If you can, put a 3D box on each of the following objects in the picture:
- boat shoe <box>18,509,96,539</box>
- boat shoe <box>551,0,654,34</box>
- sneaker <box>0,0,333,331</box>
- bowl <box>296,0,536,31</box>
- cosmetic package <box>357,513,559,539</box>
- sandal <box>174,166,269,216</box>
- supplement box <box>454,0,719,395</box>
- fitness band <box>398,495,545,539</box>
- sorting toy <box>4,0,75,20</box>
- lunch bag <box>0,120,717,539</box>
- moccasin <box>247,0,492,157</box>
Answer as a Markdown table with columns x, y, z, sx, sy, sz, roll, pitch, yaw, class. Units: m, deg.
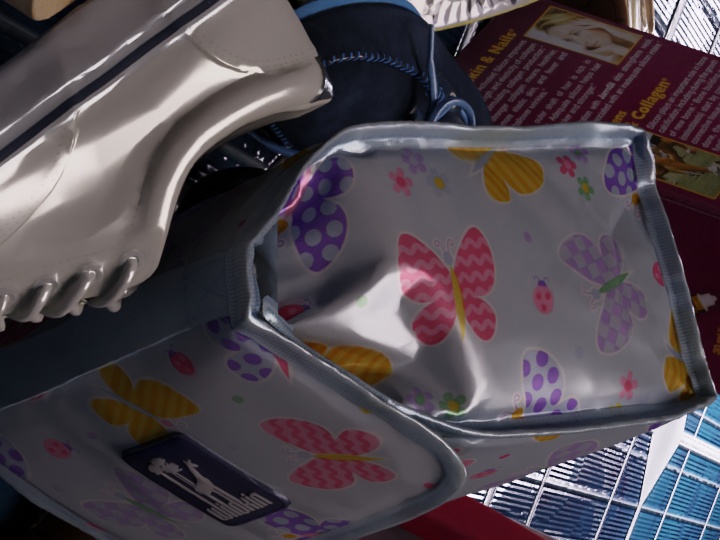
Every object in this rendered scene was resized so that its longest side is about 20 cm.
| x | y | z | sx | sy | sz | roll | pitch | yaw | class |
| --- | --- | --- | --- | --- | --- | --- | --- | --- | --- |
| -0.104 | 0.131 | 0.803 | 0.201 | 0.072 | 0.068 | -66 | 157 | -5 | boat shoe |
| 0.130 | -0.093 | 1.207 | 0.065 | 0.071 | 0.201 | -48 | 150 | -44 | boat shoe |
| -0.090 | -0.015 | 0.611 | 0.200 | 0.071 | 0.073 | -40 | -177 | -12 | sneaker |
| 0.054 | -0.174 | 0.837 | 0.095 | 0.200 | 0.201 | 69 | 16 | 12 | bowl |
| 0.018 | 0.222 | 1.085 | 0.168 | 0.166 | 0.200 | -58 | 159 | -29 | cosmetic package |
| -0.056 | 0.061 | 0.864 | 0.076 | 0.043 | 0.201 | -2 | 110 | -22 | sandal |
| 0.131 | -0.037 | 1.070 | 0.131 | 0.199 | 0.104 | -47 | 152 | -46 | supplement box |
| 0.020 | 0.162 | 0.980 | 0.144 | 0.199 | 0.037 | -52 | 161 | -31 | fitness band |
| -0.043 | -0.201 | 0.599 | 0.199 | 0.069 | 0.200 | -44 | 158 | -43 | sorting toy |
| -0.015 | 0.028 | 0.730 | 0.199 | 0.169 | 0.128 | 0 | 73 | -45 | lunch bag |
| 0.017 | -0.058 | 0.880 | 0.080 | 0.068 | 0.200 | -32 | 163 | 20 | moccasin |
